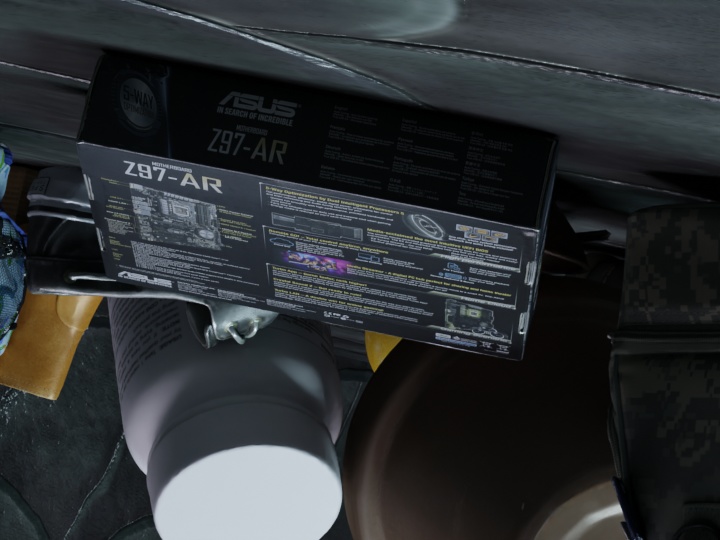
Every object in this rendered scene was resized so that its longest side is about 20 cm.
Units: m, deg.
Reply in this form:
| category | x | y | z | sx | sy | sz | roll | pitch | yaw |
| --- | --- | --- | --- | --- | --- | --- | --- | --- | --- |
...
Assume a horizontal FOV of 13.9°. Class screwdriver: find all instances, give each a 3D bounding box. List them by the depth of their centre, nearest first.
| category | x | y | z | sx | sy | sz | roll | pitch | yaw |
| --- | --- | --- | --- | --- | --- | --- | --- | --- | --- |
| screwdriver | 0.109 | -0.017 | 1.502 | 0.029 | 0.028 | 0.200 | -19 | -178 | -12 |

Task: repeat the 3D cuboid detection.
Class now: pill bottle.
| category | x | y | z | sx | sy | sz | roll | pitch | yaw |
| --- | --- | --- | --- | --- | --- | --- | --- | --- | --- |
| pill bottle | -0.070 | 0.046 | 1.512 | 0.113 | 0.201 | 0.114 | -6 | 136 | -6 |

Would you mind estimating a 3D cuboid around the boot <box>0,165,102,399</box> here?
| category | x | y | z | sx | sy | sz | roll | pitch | yaw |
| --- | --- | --- | --- | --- | --- | --- | --- | --- | --- |
| boot | -0.178 | 0.012 | 1.880 | 0.201 | 0.145 | 0.071 | 8 | 176 | 41 |

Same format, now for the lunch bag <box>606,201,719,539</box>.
| category | x | y | z | sx | sy | sz | roll | pitch | yaw |
| --- | --- | --- | --- | --- | --- | --- | --- | --- | --- |
| lunch bag | 0.200 | 0.067 | 1.296 | 0.139 | 0.169 | 0.200 | -3 | 167 | 37 |

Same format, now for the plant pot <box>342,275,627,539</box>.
| category | x | y | z | sx | sy | sz | roll | pitch | yaw |
| --- | --- | --- | --- | --- | --- | --- | --- | --- | --- |
| plant pot | 0.106 | 0.120 | 1.424 | 0.199 | 0.201 | 0.175 | 12 | -168 | -16 |

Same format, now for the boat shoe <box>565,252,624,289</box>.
| category | x | y | z | sx | sy | sz | roll | pitch | yaw |
| --- | --- | --- | --- | --- | --- | --- | --- | --- | --- |
| boat shoe | 0.200 | 0.041 | 1.729 | 0.199 | 0.075 | 0.073 | 13 | 176 | -43 |

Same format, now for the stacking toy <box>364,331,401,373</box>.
| category | x | y | z | sx | sy | sz | roll | pitch | yaw |
| --- | --- | --- | --- | --- | --- | --- | --- | --- | --- |
| stacking toy | 0.050 | 0.045 | 1.658 | 0.146 | 0.146 | 0.200 | 8 | 137 | 42 |

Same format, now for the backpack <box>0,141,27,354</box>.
| category | x | y | z | sx | sy | sz | roll | pitch | yaw |
| --- | --- | --- | --- | --- | --- | --- | --- | --- | --- |
| backpack | -0.275 | -0.018 | 1.685 | 0.182 | 0.148 | 0.200 | 12 | 171 | 2 |

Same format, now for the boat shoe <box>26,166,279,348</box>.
| category | x | y | z | sx | sy | sz | roll | pitch | yaw |
| --- | --- | --- | --- | --- | --- | --- | --- | --- | --- |
| boat shoe | -0.069 | 0.003 | 1.429 | 0.199 | 0.071 | 0.072 | 11 | 176 | -14 |

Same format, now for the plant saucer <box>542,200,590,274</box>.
| category | x | y | z | sx | sy | sz | roll | pitch | yaw |
| --- | --- | --- | --- | --- | --- | --- | --- | --- | --- |
| plant saucer | 0.017 | -0.035 | 1.431 | 0.199 | 0.037 | 0.200 | 10 | 176 | 1 |

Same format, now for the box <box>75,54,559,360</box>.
| category | x | y | z | sx | sy | sz | roll | pitch | yaw |
| --- | --- | --- | --- | --- | --- | --- | --- | --- | --- |
| box | -0.018 | -0.024 | 1.288 | 0.199 | 0.044 | 0.160 | 11 | 159 | 5 |
